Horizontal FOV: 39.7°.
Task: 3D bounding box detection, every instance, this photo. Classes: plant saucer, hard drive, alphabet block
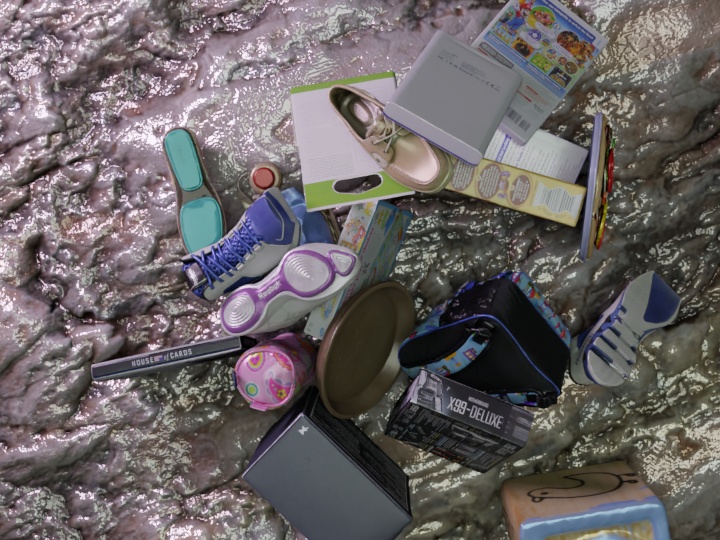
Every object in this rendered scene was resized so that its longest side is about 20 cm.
[{"bbox_3d":[0.005,0.105,1.355,0.029,0.200,0.201,24,94,32],"label":"plant saucer"},{"bbox_3d":[0.121,-0.222,1.265,0.132,0.200,0.025,30,134,1],"label":"hard drive"},{"bbox_3d":[0.307,0.387,1.348,0.195,0.200,0.197,-8,93,1],"label":"alphabet block"}]

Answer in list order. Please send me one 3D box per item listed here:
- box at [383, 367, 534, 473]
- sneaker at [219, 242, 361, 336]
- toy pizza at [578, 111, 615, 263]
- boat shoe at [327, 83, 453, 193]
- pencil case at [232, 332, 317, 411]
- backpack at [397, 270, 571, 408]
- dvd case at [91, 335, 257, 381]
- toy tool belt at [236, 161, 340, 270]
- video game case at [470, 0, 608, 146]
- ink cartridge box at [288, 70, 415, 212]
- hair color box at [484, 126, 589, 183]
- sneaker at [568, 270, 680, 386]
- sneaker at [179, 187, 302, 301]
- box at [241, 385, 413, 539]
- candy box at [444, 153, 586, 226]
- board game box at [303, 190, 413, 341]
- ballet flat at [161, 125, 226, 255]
[{"bbox_3d":[0.127,0.207,1.341,0.157,0.200,0.050,21,67,0],"label":"box"},{"bbox_3d":[-0.083,0.023,1.283,0.200,0.100,0.075,-25,76,18],"label":"sneaker"},{"bbox_3d":[0.314,-0.108,1.318,0.032,0.200,0.201,6,93,11],"label":"toy pizza"},{"bbox_3d":[0.032,-0.167,1.242,0.072,0.065,0.200,-50,61,11],"label":"boat shoe"},{"bbox_3d":[-0.110,0.134,1.338,0.087,0.200,0.088,0,93,6],"label":"pencil case"},{"bbox_3d":[0.161,0.109,1.359,0.200,0.135,0.183,-23,118,41],"label":"backpack"},{"bbox_3d":[-0.248,0.120,1.365,0.199,0.150,0.025,-11,84,1],"label":"dvd case"},{"bbox_3d":[-0.098,-0.060,1.366,0.125,0.123,0.200,-26,92,2],"label":"toy tool belt"},{"bbox_3d":[0.227,-0.286,1.365,0.143,0.018,0.200,39,76,4],"label":"video game case"},{"bbox_3d":[-0.010,-0.157,1.336,0.147,0.076,0.201,-9,62,2],"label":"ink cartridge box"},{"bbox_3d":[0.200,-0.155,1.386,0.200,0.065,0.110,24,94,-2],"label":"hair color box"},{"bbox_3d":[0.346,0.088,1.385,0.081,0.115,0.199,47,63,-4],"label":"sneaker"},{"bbox_3d":[-0.162,-0.013,1.277,0.081,0.115,0.199,55,137,12],"label":"sneaker"},{"bbox_3d":[-0.041,0.279,1.347,0.200,0.198,0.123,44,93,-1],"label":"box"},{"bbox_3d":[0.182,-0.111,1.300,0.199,0.117,0.057,15,95,0],"label":"candy box"},{"bbox_3d":[0.000,0.000,1.362,0.034,0.134,0.200,23,93,23],"label":"board game box"},{"bbox_3d":[-0.228,-0.103,1.393,0.068,0.067,0.201,-10,94,-5],"label":"ballet flat"}]
